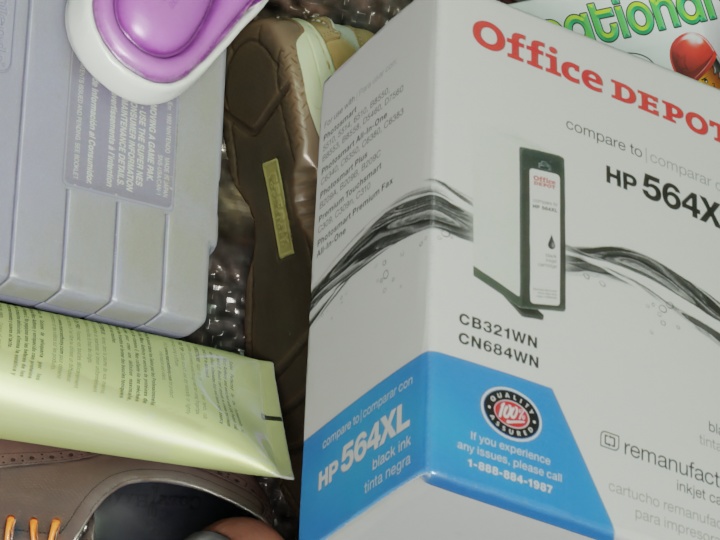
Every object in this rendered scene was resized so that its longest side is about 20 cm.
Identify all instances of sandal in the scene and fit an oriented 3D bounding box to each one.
[{"bbox_3d":[-0.043,-0.144,1.057,0.082,0.050,0.203,37,56,-21],"label":"sandal"}]

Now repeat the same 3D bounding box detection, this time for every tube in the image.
[{"bbox_3d":[-0.122,0.039,0.996,0.199,0.052,0.058,10,70,-15],"label":"tube"}]

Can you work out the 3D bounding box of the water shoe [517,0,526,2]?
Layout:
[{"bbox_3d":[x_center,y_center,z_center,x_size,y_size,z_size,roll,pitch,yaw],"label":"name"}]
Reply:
[{"bbox_3d":[0.061,-0.156,1.080,0.200,0.079,0.072,21,74,-40],"label":"water shoe"}]

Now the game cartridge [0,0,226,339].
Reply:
[{"bbox_3d":[-0.111,-0.081,1.040,0.129,0.038,0.201,17,65,-34],"label":"game cartridge"}]

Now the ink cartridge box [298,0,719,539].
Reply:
[{"bbox_3d":[0.063,0.017,0.964,0.146,0.084,0.201,19,55,-25],"label":"ink cartridge box"}]

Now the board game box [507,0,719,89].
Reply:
[{"bbox_3d":[0.108,-0.050,1.106,0.200,0.035,0.127,-15,85,-33],"label":"board game box"}]

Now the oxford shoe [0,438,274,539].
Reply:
[{"bbox_3d":[-0.128,0.088,1.001,0.199,0.073,0.071,-5,105,-18],"label":"oxford shoe"}]

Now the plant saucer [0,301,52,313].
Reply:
[{"bbox_3d":[-0.193,-0.029,1.032,0.199,0.032,0.201,3,78,-17],"label":"plant saucer"}]

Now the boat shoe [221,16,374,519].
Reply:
[{"bbox_3d":[0.000,0.000,1.071,0.076,0.072,0.201,-3,87,-37],"label":"boat shoe"}]

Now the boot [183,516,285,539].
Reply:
[{"bbox_3d":[0.027,0.093,1.010,0.200,0.189,0.068,-43,51,-18],"label":"boot"}]
